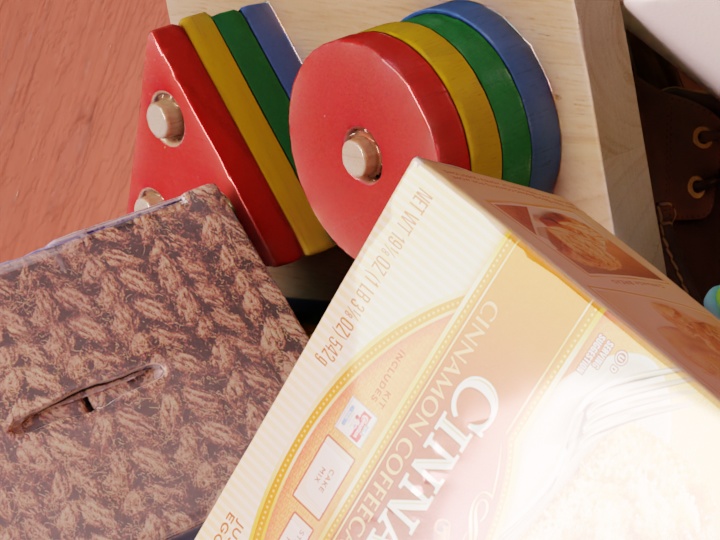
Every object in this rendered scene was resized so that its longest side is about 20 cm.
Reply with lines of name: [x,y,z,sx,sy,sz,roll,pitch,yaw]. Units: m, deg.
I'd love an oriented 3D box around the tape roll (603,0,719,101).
tape roll: [0.148,-0.145,0.824,0.202,0.071,0.203,-44,26,28]

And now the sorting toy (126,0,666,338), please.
sorting toy: [0.000,0.000,0.868,0.199,0.069,0.200,5,110,52]

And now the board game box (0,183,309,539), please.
board game box: [-0.118,0.084,0.866,0.097,0.159,0.200,58,142,14]

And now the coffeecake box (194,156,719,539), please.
coffeecake box: [0.059,0.093,0.675,0.200,0.073,0.154,40,107,33]

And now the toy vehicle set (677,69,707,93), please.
toy vehicle set: [0.127,-0.112,0.964,0.200,0.026,0.125,15,86,59]

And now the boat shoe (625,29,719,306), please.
boat shoe: [0.091,-0.033,0.895,0.067,0.072,0.201,-28,73,15]

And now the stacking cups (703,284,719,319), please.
stacking cups: [0.107,0.032,0.772,0.201,0.060,0.061,-63,31,23]
